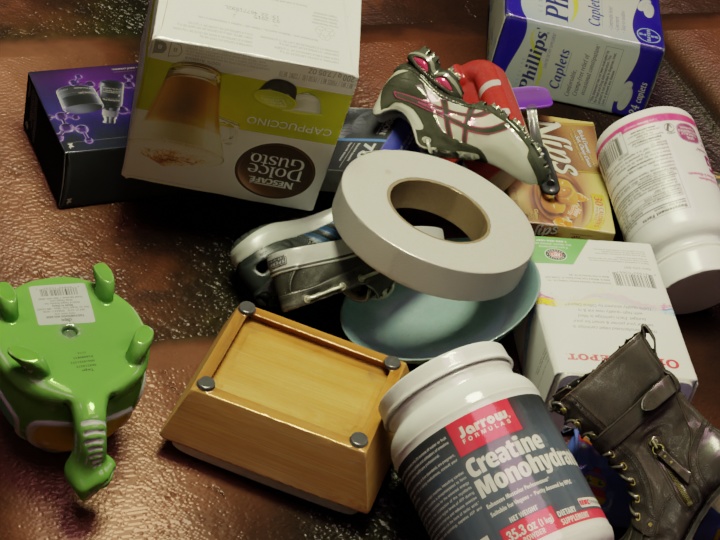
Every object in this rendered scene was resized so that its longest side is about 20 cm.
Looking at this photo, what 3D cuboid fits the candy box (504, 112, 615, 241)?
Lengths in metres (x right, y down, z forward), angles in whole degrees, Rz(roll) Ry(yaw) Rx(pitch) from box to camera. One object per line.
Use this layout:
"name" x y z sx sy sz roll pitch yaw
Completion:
"candy box" 0.208 -0.093 1.860 0.115 0.055 0.201 8 40 -8

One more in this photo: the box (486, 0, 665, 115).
"box" 0.261 -0.298 2.074 0.199 0.105 0.184 11 40 -3

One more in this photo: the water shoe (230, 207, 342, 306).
"water shoe" -0.040 -0.015 1.704 0.199 0.071 0.079 -17 77 -34

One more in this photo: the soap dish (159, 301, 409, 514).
"soap dish" -0.059 0.119 1.518 0.199 0.082 0.158 19 40 7

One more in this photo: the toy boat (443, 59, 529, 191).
"toy boat" 0.099 -0.160 1.822 0.131 0.130 0.201 38 25 -36

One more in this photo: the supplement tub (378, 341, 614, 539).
"supplement tub" 0.112 0.176 1.424 0.140 0.140 0.201 -14 65 -30

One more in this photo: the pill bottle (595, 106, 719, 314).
"pill bottle" 0.329 -0.063 1.792 0.113 0.114 0.201 -3 61 -20

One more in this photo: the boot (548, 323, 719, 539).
"boot" 0.229 0.168 1.456 0.174 0.200 0.069 43 4 3

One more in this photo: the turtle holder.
"turtle holder" -0.242 0.096 1.450 0.185 0.132 0.141 37 44 24

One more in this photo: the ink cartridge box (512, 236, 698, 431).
"ink cartridge box" 0.232 0.064 1.664 0.144 0.088 0.201 4 40 -12

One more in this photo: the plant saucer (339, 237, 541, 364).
"plant saucer" 0.081 0.039 1.651 0.200 0.039 0.201 -11 32 7

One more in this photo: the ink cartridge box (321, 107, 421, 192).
"ink cartridge box" -0.015 -0.127 1.770 0.199 0.039 0.100 7 49 30

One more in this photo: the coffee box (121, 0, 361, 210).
"coffee box" -0.117 -0.208 1.671 0.199 0.198 0.201 10 48 -11

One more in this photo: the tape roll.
"tape roll" 0.070 -0.046 1.624 0.202 0.037 0.203 15 33 -10

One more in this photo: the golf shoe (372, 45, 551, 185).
"golf shoe" 0.105 -0.137 1.716 0.200 0.077 0.088 39 81 20

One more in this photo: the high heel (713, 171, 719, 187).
"high heel" 0.388 -0.115 1.924 0.199 0.072 0.143 0 48 -3

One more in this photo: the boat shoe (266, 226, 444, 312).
"boat shoe" 0.000 0.000 1.646 0.199 0.071 0.064 -12 85 -32

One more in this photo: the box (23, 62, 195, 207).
"box" -0.238 -0.148 1.775 0.199 0.079 0.141 -9 48 -25

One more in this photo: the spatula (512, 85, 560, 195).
"spatula" 0.194 -0.147 1.857 0.056 0.021 0.201 -7 45 -2

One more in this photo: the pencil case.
"pencil case" 0.271 0.201 1.527 0.199 0.078 0.087 14 6 0
